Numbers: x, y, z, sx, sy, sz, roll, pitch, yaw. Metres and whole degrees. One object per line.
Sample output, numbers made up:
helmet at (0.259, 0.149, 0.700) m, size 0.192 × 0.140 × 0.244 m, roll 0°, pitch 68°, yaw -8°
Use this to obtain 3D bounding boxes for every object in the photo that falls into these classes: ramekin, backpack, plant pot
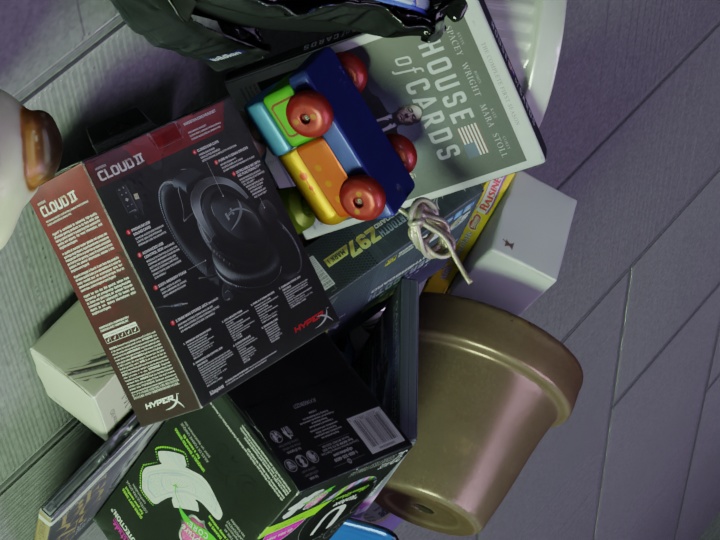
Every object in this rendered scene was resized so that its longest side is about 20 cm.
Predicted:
ramekin at (0.085, -0.194, 1.331) m, size 0.200 × 0.105 × 0.201 m, roll -173°, pitch -90°, yaw -81°
backpack at (-0.062, -0.209, 1.050) m, size 0.190 × 0.200 × 0.155 m, roll -7°, pitch 94°, yaw -51°
plant pot at (0.084, 0.140, 1.554) m, size 0.200 × 0.200 × 0.175 m, roll 68°, pitch 40°, yaw -60°

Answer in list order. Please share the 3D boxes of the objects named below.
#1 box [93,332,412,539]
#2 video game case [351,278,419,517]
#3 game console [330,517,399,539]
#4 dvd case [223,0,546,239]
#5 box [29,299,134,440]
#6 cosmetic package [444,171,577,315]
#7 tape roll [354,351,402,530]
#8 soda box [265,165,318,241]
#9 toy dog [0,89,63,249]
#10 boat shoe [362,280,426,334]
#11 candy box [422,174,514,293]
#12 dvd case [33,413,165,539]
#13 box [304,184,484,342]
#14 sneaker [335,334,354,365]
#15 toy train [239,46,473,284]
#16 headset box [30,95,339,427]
box at (-0.087, 0.168, 1.346) m, size 0.148 × 0.124 × 0.200 m, roll -15°, pitch 151°, yaw -51°
video game case at (0.017, 0.113, 1.456) m, size 0.200 × 0.019 × 0.143 m, roll 119°, pitch -24°, yaw -61°
game console at (-0.058, 0.255, 1.550) m, size 0.118 × 0.171 × 0.200 m, roll -4°, pitch 130°, yaw -20°
dvd case at (0.020, -0.114, 1.263) m, size 0.025 × 0.199 × 0.151 m, roll -82°, pitch 149°, yaw -55°
box at (-0.150, 0.025, 1.272) m, size 0.200 × 0.068 × 0.082 m, roll -48°, pitch 160°, yaw -21°
cosmetic package at (0.120, 0.002, 1.623) m, size 0.200 × 0.071 × 0.102 m, roll -49°, pitch -163°, yaw 54°
tape roll at (0.012, 0.180, 1.733) m, size 0.200 × 0.085 × 0.200 m, roll -41°, pitch 149°, yaw -31°
soda box at (-0.013, -0.075, 1.424) m, size 0.200 × 0.063 × 0.069 m, roll -13°, pitch 130°, yaw -58°
toy dog at (-0.260, -0.065, 0.934) m, size 0.200 × 0.139 × 0.195 m, roll 14°, pitch 69°, yaw -62°
boat shoe at (0.035, -0.037, 1.547) m, size 0.070 × 0.071 × 0.200 m, roll 44°, pitch 58°, yaw -27°
candy box at (0.098, -0.061, 1.603) m, size 0.200 × 0.026 × 0.102 m, roll -60°, pitch -165°, yaw 14°
dvd case at (-0.198, 0.162, 1.325) m, size 0.149 × 0.016 × 0.200 m, roll -46°, pitch 173°, yaw -25°
box at (0.000, 0.000, 1.403) m, size 0.200 × 0.051 × 0.158 m, roll -34°, pitch 167°, yaw -22°
sneaker at (-0.043, 0.103, 1.496) m, size 0.200 × 0.074 × 0.082 m, roll -91°, pitch -169°, yaw -61°
toy train at (-0.017, -0.051, 1.233) m, size 0.200 × 0.116 × 0.085 m, roll 57°, pitch 34°, yaw -16°
headset box at (-0.124, -0.017, 1.170) m, size 0.077 × 0.200 × 0.149 m, roll -22°, pitch -173°, yaw 45°
